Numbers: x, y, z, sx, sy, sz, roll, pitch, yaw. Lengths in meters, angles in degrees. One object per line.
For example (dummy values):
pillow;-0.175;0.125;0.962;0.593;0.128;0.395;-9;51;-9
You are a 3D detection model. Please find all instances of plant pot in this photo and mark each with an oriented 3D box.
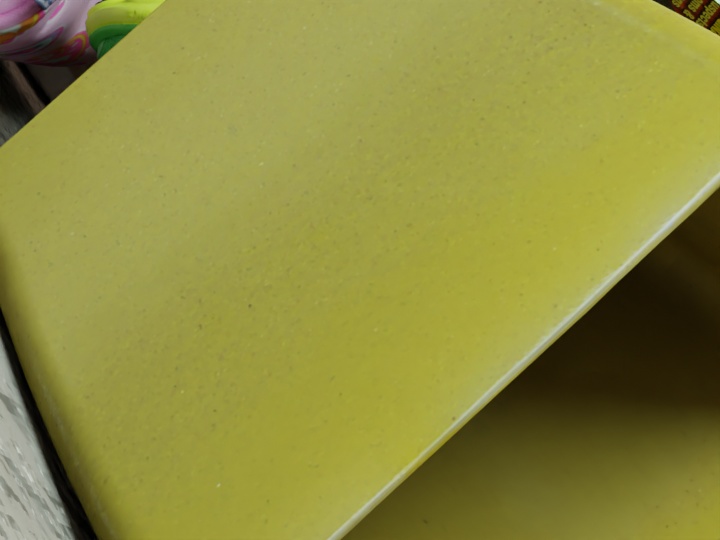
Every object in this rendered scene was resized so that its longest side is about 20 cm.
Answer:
plant pot;0.009;0.013;0.650;0.176;0.200;0.200;45;-5;30

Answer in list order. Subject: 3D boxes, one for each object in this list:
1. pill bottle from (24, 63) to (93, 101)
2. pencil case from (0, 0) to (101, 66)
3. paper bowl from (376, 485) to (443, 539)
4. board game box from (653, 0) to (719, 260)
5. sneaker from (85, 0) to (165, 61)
pill bottle;-0.053;-0.149;0.940;0.116;0.199;0.116;60;3;-5
pencil case;-0.109;-0.112;0.764;0.088;0.087;0.200;60;2;0
paper bowl;0.065;0.114;0.816;0.200;0.105;0.201;23;37;-19
board game box;0.104;-0.030;0.711;0.105;0.024;0.200;38;-20;3
sneaker;-0.050;-0.039;0.765;0.200;0.074;0.084;115;-43;-68
